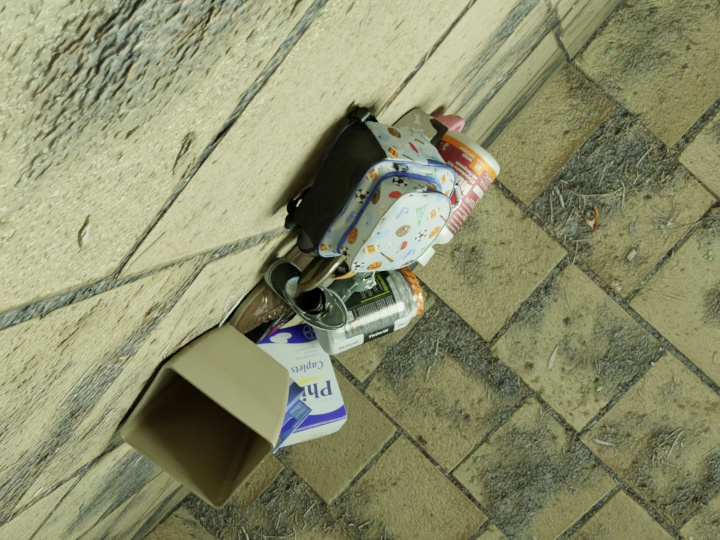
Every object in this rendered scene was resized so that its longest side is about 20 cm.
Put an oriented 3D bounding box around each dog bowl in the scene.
[{"bbox_3d":[0.055,-0.175,1.433,0.200,0.059,0.200,-48,175,-5],"label":"dog bowl"}]

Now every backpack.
[{"bbox_3d":[0.033,-0.095,1.143,0.189,0.155,0.200,-12,150,-48],"label":"backpack"}]

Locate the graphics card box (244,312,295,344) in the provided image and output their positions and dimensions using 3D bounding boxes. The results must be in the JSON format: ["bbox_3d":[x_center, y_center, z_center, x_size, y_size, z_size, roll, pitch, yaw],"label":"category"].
[{"bbox_3d":[-0.138,0.054,1.632,0.126,0.051,0.200,-49,174,19],"label":"graphics card box"}]

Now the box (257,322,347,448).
[{"bbox_3d":[-0.143,0.220,1.677,0.181,0.203,0.105,-11,159,-23],"label":"box"}]

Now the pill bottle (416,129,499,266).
[{"bbox_3d":[0.125,-0.114,1.430,0.201,0.109,0.110,-54,175,0],"label":"pill bottle"}]

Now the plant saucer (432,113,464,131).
[{"bbox_3d":[0.108,-0.214,1.636,0.201,0.051,0.201,-46,176,-5],"label":"plant saucer"}]

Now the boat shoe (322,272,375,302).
[{"bbox_3d":[0.000,0.000,1.466,0.199,0.062,0.073,-33,-159,52],"label":"boat shoe"}]

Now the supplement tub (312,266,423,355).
[{"bbox_3d":[0.010,0.068,1.654,0.197,0.124,0.123,-20,167,-16],"label":"supplement tub"}]

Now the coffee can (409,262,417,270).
[{"bbox_3d":[0.033,-0.016,1.997,0.200,0.146,0.147,-45,175,-16],"label":"coffee can"}]

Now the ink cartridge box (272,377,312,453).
[{"bbox_3d":[-0.184,0.207,1.554,0.119,0.200,0.042,-43,173,-38],"label":"ink cartridge box"}]

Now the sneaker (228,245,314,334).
[{"bbox_3d":[-0.131,0.044,1.454,0.200,0.075,0.070,-48,175,0],"label":"sneaker"}]

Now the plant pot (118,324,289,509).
[{"bbox_3d":[-0.221,0.207,1.393,0.200,0.199,0.178,-50,-175,37],"label":"plant pot"}]

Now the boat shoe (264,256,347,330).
[{"bbox_3d":[-0.078,0.049,1.416,0.069,0.056,0.200,-51,135,-1],"label":"boat shoe"}]

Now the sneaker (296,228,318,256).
[{"bbox_3d":[-0.051,-0.076,1.316,0.074,0.088,0.199,-45,-161,-25],"label":"sneaker"}]

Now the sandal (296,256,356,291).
[{"bbox_3d":[-0.018,-0.023,1.369,0.081,0.055,0.200,-23,-165,45],"label":"sandal"}]

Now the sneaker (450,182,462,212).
[{"bbox_3d":[0.065,-0.122,1.270,0.198,0.113,0.072,-1,127,-44],"label":"sneaker"}]
